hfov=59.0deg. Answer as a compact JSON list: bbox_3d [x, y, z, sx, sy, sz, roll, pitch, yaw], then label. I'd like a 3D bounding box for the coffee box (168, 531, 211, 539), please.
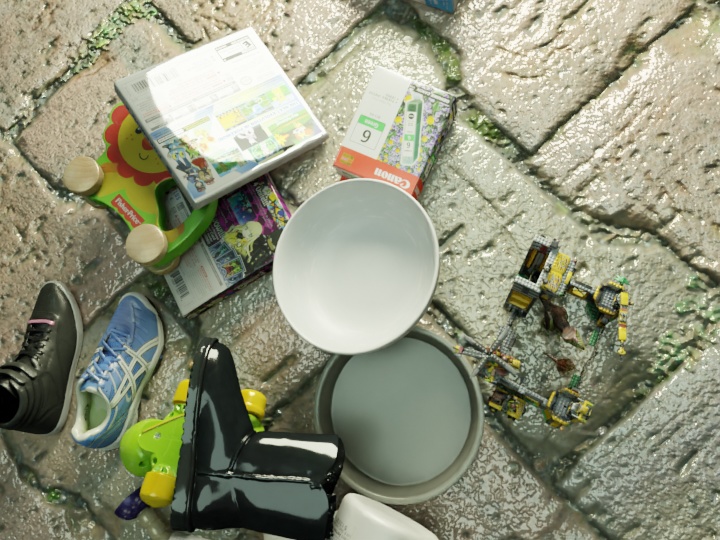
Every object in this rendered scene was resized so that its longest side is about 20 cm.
[{"bbox_3d":[-0.142,0.366,0.634,0.111,0.080,0.202,9,124,9],"label":"coffee box"}]

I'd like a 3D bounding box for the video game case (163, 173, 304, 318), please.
[{"bbox_3d":[-0.190,-0.070,0.820,0.180,0.036,0.202,-31,78,5],"label":"video game case"}]

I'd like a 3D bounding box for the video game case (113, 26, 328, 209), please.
[{"bbox_3d":[-0.168,-0.195,0.788,0.199,0.022,0.183,-33,82,-25],"label":"video game case"}]

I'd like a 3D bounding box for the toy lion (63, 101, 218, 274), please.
[{"bbox_3d":[-0.252,-0.127,0.795,0.192,0.069,0.200,-44,77,-6],"label":"toy lion"}]

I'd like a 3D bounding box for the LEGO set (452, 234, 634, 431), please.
[{"bbox_3d":[0.204,0.061,0.670,0.153,0.116,0.201,33,77,15],"label":"LEGO set"}]

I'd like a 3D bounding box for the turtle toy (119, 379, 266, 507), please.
[{"bbox_3d":[-0.194,0.213,0.748,0.197,0.102,0.147,7,58,11],"label":"turtle toy"}]

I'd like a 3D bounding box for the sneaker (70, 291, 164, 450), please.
[{"bbox_3d":[-0.303,0.126,0.795,0.075,0.077,0.203,8,83,13],"label":"sneaker"}]

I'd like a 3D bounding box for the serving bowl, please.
[{"bbox_3d":[0.000,0.000,0.739,0.197,0.066,0.203,-5,75,17],"label":"serving bowl"}]

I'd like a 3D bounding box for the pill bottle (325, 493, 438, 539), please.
[{"bbox_3d":[-0.007,0.348,0.652,0.113,0.114,0.202,23,79,13],"label":"pill bottle"}]

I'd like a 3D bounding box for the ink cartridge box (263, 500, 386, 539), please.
[{"bbox_3d":[-0.016,0.385,0.729,0.160,0.057,0.202,-18,65,8],"label":"ink cartridge box"}]

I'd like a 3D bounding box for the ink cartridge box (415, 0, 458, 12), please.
[{"bbox_3d":[0.047,-0.423,0.807,0.198,0.068,0.116,23,87,13],"label":"ink cartridge box"}]

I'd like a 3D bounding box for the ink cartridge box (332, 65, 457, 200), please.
[{"bbox_3d":[0.030,-0.134,0.780,0.108,0.050,0.202,24,87,12],"label":"ink cartridge box"}]

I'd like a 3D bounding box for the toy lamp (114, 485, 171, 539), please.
[{"bbox_3d":[-0.214,0.349,0.758,0.058,0.058,0.200,-46,78,2],"label":"toy lamp"}]

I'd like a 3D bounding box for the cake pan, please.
[{"bbox_3d":[0.045,0.164,0.744,0.197,0.037,0.204,-1,82,11],"label":"cake pan"}]

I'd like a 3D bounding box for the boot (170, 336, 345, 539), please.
[{"bbox_3d":[-0.099,0.174,0.664,0.165,0.077,0.203,4,66,-4],"label":"boot"}]

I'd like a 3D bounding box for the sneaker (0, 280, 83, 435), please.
[{"bbox_3d":[-0.414,0.109,0.807,0.070,0.099,0.203,0,81,12],"label":"sneaker"}]
